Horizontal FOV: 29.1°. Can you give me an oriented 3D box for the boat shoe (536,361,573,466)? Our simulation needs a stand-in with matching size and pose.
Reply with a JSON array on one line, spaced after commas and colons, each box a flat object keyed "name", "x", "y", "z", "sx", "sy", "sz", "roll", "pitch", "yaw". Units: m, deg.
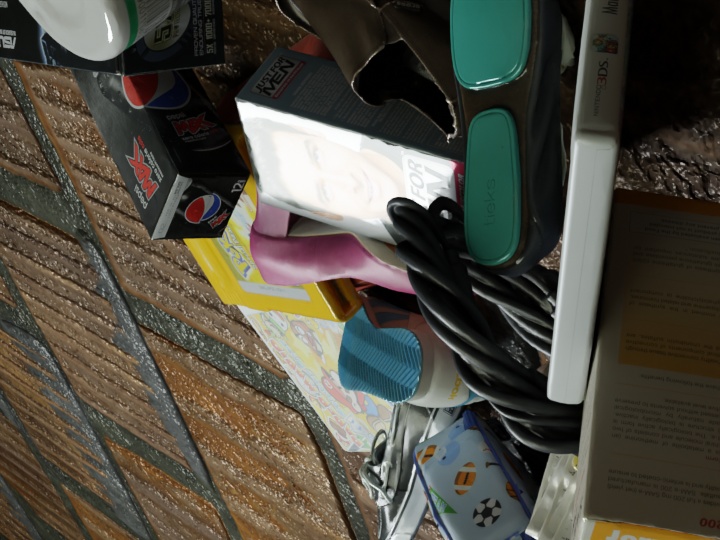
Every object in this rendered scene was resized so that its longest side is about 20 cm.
[{"name": "boat shoe", "x": 0.174, "y": 0.157, "z": 1.020, "sx": 0.201, "sy": 0.075, "sz": 0.093, "roll": 50, "pitch": 146, "yaw": -6}]

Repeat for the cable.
[{"name": "cable", "x": 0.084, "y": 0.034, "z": 0.809, "sx": 0.200, "sy": 0.163, "sz": 0.051, "roll": 43, "pitch": 116, "yaw": -3}]

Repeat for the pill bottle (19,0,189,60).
[{"name": "pill bottle", "x": -0.107, "y": -0.220, "z": 0.796, "sx": 0.113, "sy": 0.200, "sz": 0.114, "roll": 34, "pitch": 151, "yaw": 22}]

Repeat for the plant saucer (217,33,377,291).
[{"name": "plant saucer", "x": -0.025, "y": -0.066, "z": 1.067, "sx": 0.201, "sy": 0.037, "sz": 0.199, "roll": 52, "pitch": 154, "yaw": -10}]

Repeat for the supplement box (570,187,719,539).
[{"name": "supplement box", "x": 0.179, "y": 0.064, "z": 0.713, "sx": 0.124, "sy": 0.202, "sz": 0.074, "roll": 9, "pitch": 145, "yaw": 6}]

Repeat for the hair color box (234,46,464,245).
[{"name": "hair color box", "x": 0.021, "y": -0.072, "z": 0.915, "sx": 0.198, "sy": 0.061, "sz": 0.100, "roll": 18, "pitch": 143, "yaw": 24}]

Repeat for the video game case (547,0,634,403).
[{"name": "video game case", "x": 0.119, "y": -0.063, "z": 0.708, "sx": 0.023, "sy": 0.184, "sz": 0.201, "roll": 7, "pitch": 142, "yaw": 8}]

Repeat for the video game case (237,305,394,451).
[{"name": "video game case", "x": -0.023, "y": 0.086, "z": 1.284, "sx": 0.201, "sy": 0.023, "sz": 0.181, "roll": 54, "pitch": 153, "yaw": -12}]

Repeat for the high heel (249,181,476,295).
[{"name": "high heel", "x": 0.000, "y": 0.000, "z": 0.991, "sx": 0.198, "sy": 0.067, "sz": 0.097, "roll": 21, "pitch": 131, "yaw": 25}]

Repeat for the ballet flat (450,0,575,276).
[{"name": "ballet flat", "x": 0.089, "y": -0.098, "z": 0.786, "sx": 0.073, "sy": 0.072, "sz": 0.203, "roll": -1, "pitch": 90, "yaw": 56}]

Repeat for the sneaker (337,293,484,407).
[{"name": "sneaker", "x": 0.038, "y": 0.068, "z": 1.103, "sx": 0.200, "sy": 0.080, "sz": 0.078, "roll": -152, "pitch": 72, "yaw": -67}]

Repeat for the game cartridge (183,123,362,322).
[{"name": "game cartridge", "x": -0.101, "y": -0.039, "z": 1.144, "sx": 0.199, "sy": 0.032, "sz": 0.178, "roll": 4, "pitch": 130, "yaw": 54}]

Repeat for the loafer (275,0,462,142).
[{"name": "loafer", "x": 0.012, "y": -0.146, "z": 0.861, "sx": 0.199, "sy": 0.071, "sz": 0.074, "roll": 31, "pitch": 150, "yaw": 30}]

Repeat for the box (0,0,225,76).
[{"name": "box", "x": -0.187, "y": -0.228, "z": 0.965, "sx": 0.199, "sy": 0.085, "sz": 0.166, "roll": 16, "pitch": 113, "yaw": 47}]

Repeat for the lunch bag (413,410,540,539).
[{"name": "lunch bag", "x": 0.122, "y": 0.211, "z": 1.084, "sx": 0.160, "sy": 0.075, "sz": 0.201, "roll": 48, "pitch": -168, "yaw": -36}]

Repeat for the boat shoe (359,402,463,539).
[{"name": "boat shoe", "x": 0.035, "y": 0.171, "z": 1.200, "sx": 0.067, "sy": 0.074, "sz": 0.201, "roll": 23, "pitch": 133, "yaw": 10}]

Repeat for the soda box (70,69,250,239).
[{"name": "soda box", "x": -0.157, "y": -0.117, "z": 1.063, "sx": 0.201, "sy": 0.063, "sz": 0.071, "roll": 59, "pitch": 136, "yaw": 33}]

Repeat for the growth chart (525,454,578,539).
[{"name": "growth chart", "x": 0.178, "y": 0.146, "z": 0.923, "sx": 0.143, "sy": 0.203, "sz": 0.018, "roll": 15, "pitch": -175, "yaw": 30}]
